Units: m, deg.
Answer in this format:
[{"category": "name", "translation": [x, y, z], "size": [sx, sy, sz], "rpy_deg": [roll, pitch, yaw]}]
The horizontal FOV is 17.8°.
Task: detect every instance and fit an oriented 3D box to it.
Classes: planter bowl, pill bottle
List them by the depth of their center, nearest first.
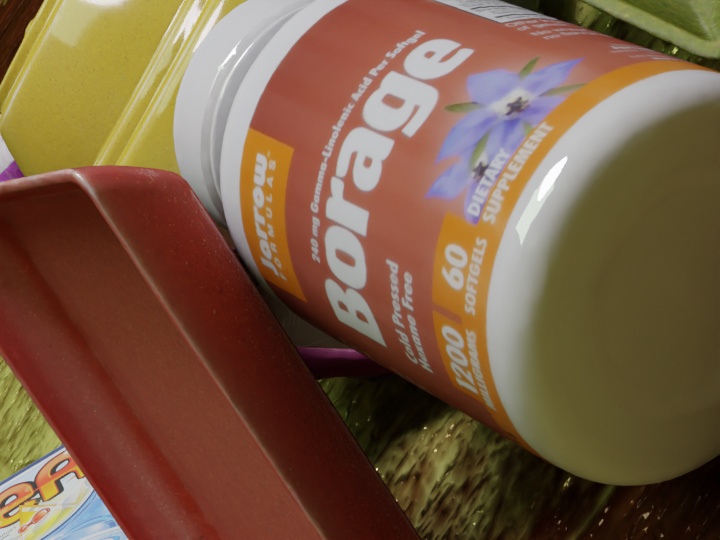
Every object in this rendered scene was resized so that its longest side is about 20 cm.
[{"category": "pill bottle", "translation": [0.030, -0.022, 0.663], "size": [0.200, 0.112, 0.112], "rpy_deg": [27, 86, 52]}, {"category": "planter bowl", "translation": [-0.080, -0.081, 0.855], "size": [0.200, 0.083, 0.200], "rpy_deg": [-59, 9, 15]}]

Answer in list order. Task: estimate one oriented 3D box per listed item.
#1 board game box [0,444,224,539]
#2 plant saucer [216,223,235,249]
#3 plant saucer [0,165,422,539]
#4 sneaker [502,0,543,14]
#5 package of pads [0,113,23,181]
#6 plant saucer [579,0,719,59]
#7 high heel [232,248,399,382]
[{"category": "board game box", "translation": [-0.131, 0.122, 0.920], "size": [0.200, 0.034, 0.135], "rpy_deg": [-32, 21, -2]}, {"category": "plant saucer", "translation": [-0.020, -0.081, 0.981], "size": [0.200, 0.032, 0.200], "rpy_deg": [-61, -2, -3]}, {"category": "plant saucer", "translation": [-0.057, 0.046, 0.754], "size": [0.037, 0.200, 0.200], "rpy_deg": [-38, 14, -22]}, {"category": "sneaker", "translation": [0.047, -0.080, 0.876], "size": [0.200, 0.092, 0.076], "rpy_deg": [-51, -28, -43]}, {"category": "package of pads", "translation": [-0.138, -0.041, 1.180], "size": [0.200, 0.120, 0.076], "rpy_deg": [-35, 30, 51]}, {"category": "plant saucer", "translation": [0.086, -0.192, 0.806], "size": [0.200, 0.200, 0.048], "rpy_deg": [-61, -15, -6]}, {"category": "high heel", "translation": [0.000, 0.000, 0.791], "size": [0.200, 0.096, 0.067], "rpy_deg": [-20, 63, 63]}]
